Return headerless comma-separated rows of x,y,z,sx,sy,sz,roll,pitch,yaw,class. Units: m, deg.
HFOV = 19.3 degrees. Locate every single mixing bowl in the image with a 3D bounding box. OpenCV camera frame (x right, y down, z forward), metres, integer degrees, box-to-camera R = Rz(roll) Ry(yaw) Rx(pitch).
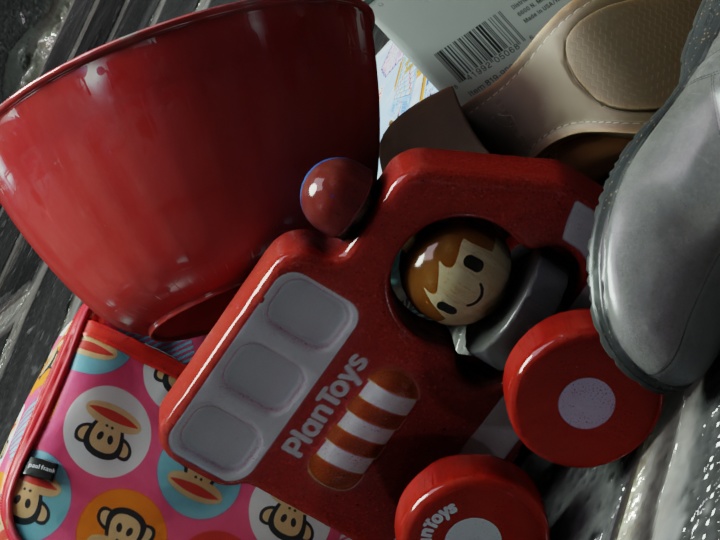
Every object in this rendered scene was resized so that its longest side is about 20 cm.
-0.068,-0.035,0.970,0.200,0.199,0.109,-35,73,56,mixing bowl

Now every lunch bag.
-0.072,0.099,1.047,0.082,0.199,0.177,-40,27,61,lunch bag

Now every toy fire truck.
0.026,0.034,0.909,0.201,0.167,0.112,-55,18,21,toy fire truck

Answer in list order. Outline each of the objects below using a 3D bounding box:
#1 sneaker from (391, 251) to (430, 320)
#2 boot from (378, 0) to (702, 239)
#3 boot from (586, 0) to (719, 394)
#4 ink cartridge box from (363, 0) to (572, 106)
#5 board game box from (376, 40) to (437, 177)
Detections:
0.000,0.000,1.175,0.078,0.086,0.200,-64,26,-4,sneaker
0.106,-0.059,0.989,0.199,0.077,0.155,-28,-17,3,boot
0.165,-0.052,0.823,0.131,0.069,0.202,-13,55,62,boot
0.064,-0.176,1.024,0.146,0.200,0.083,-30,30,28,ink cartridge box
0.059,-0.110,1.260,0.200,0.041,0.201,-45,24,43,board game box
